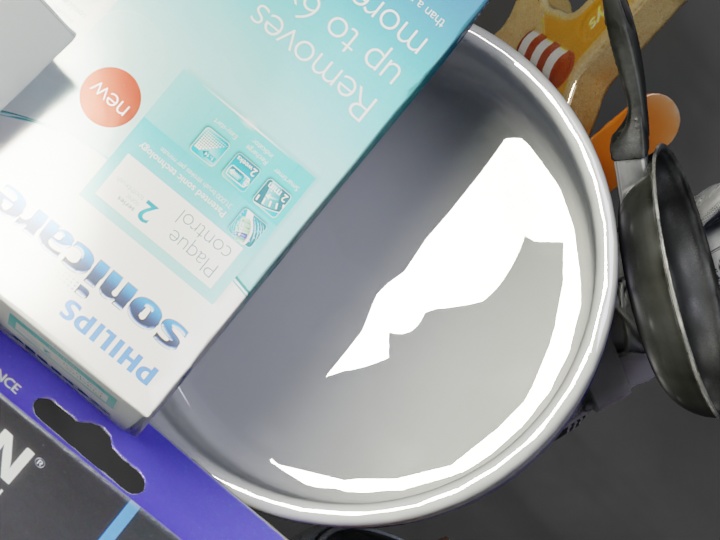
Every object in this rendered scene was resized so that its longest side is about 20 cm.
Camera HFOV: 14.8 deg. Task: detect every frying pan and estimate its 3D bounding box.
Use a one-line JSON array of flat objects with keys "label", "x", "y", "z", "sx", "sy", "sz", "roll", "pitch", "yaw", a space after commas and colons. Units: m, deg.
[{"label": "frying pan", "x": 0.114, "y": -0.017, "z": 1.079, "sx": 0.190, "sy": 0.031, "sz": 0.115, "roll": 60, "pitch": 23, "yaw": -44}]

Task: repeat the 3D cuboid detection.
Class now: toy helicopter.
[{"label": "toy helicopter", "x": 0.091, "y": -0.080, "z": 1.149, "sx": 0.079, "sy": 0.200, "sz": 0.132, "roll": 24, "pitch": 38, "yaw": -27}]

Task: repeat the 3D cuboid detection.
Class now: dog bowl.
[{"label": "dog bowl", "x": 0.000, "y": 0.000, "z": 1.072, "sx": 0.199, "sy": 0.079, "sz": 0.201, "roll": -1, "pitch": 83, "yaw": 5}]

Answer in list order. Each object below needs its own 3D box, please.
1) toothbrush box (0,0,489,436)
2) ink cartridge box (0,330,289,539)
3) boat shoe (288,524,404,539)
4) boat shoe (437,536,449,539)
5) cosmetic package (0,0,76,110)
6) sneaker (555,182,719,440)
[{"label": "toothbrush box", "x": -0.072, "y": -0.064, "z": 0.980, "sx": 0.146, "sy": 0.085, "sz": 0.200, "roll": 40, "pitch": 79, "yaw": 0}, {"label": "ink cartridge box", "x": -0.127, "y": 0.099, "z": 0.949, "sx": 0.198, "sy": 0.043, "sz": 0.200, "roll": 39, "pitch": 49, "yaw": -2}, {"label": "boat shoe", "x": 0.056, "y": 0.164, "z": 1.127, "sx": 0.200, "sy": 0.071, "sz": 0.072, "roll": 38, "pitch": 57, "yaw": -18}, {"label": "boat shoe", "x": -0.053, "y": 0.128, "z": 1.045, "sx": 0.200, "sy": 0.076, "sz": 0.072, "roll": -14, "pitch": 72, "yaw": -22}, {"label": "cosmetic package", "x": -0.214, "y": -0.060, "z": 0.916, "sx": 0.200, "sy": 0.052, "sz": 0.151, "roll": -45, "pitch": 60, "yaw": -1}, {"label": "sneaker", "x": 0.117, "y": 0.015, "z": 1.192, "sx": 0.200, "sy": 0.115, "sz": 0.075, "roll": -28, "pitch": 91, "yaw": -38}]
